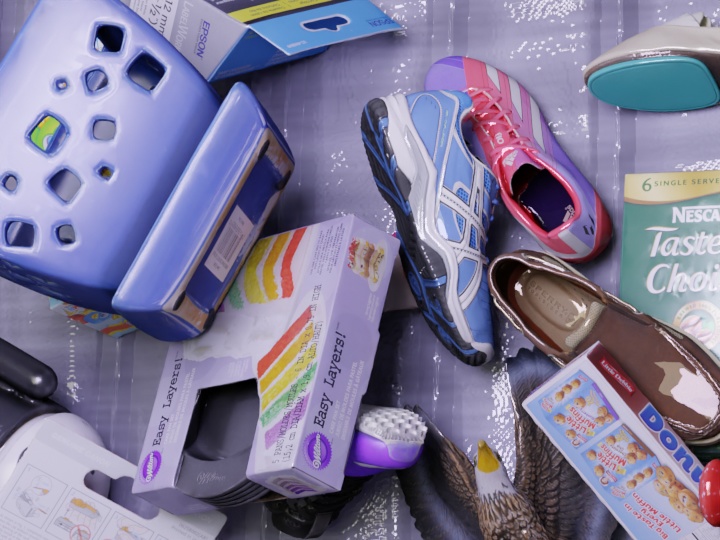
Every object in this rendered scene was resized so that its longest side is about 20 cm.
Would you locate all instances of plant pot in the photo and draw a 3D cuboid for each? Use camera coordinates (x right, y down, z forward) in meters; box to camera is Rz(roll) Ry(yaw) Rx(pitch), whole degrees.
[{"bbox_3d":[-0.161,-0.063,1.708,0.179,0.200,0.201,28,85,10],"label":"plant pot"}]

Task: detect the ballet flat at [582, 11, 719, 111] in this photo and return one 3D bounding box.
[{"bbox_3d":[0.255,-0.150,1.733,0.199,0.069,0.070,1,77,23],"label":"ballet flat"}]

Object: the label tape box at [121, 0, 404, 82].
[{"bbox_3d":[-0.089,-0.190,1.842,0.200,0.143,0.066,33,122,27],"label":"label tape box"}]

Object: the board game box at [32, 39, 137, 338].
[{"bbox_3d":[-0.184,-0.068,1.880,0.104,0.103,0.201,-20,69,19],"label":"board game box"}]

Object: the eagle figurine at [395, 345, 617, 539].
[{"bbox_3d":[0.101,0.160,1.694,0.151,0.200,0.152,12,121,-7],"label":"eagle figurine"}]

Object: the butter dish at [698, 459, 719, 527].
[{"bbox_3d":[0.285,0.141,1.562,0.147,0.199,0.201,-2,76,25],"label":"butter dish"}]

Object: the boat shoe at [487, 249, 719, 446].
[{"bbox_3d":[0.162,0.051,1.662,0.202,0.075,0.075,32,93,31],"label":"boat shoe"}]

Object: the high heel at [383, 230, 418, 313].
[{"bbox_3d":[0.000,0.000,1.811,0.200,0.068,0.096,-36,38,-2],"label":"high heel"}]

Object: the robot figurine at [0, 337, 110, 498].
[{"bbox_3d":[-0.281,0.139,1.858,0.199,0.151,0.125,25,58,28],"label":"robot figurine"}]

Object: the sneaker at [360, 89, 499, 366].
[{"bbox_3d":[0.066,-0.031,1.725,0.077,0.076,0.201,-19,101,-16],"label":"sneaker"}]

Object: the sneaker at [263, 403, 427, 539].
[{"bbox_3d":[-0.022,0.142,1.751,0.200,0.069,0.100,4,87,57],"label":"sneaker"}]

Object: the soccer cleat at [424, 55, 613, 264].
[{"bbox_3d":[0.107,-0.086,1.769,0.067,0.076,0.200,-41,65,10],"label":"soccer cleat"}]

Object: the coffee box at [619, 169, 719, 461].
[{"bbox_3d":[0.236,0.030,1.698,0.122,0.044,0.201,-1,76,25],"label":"coffee box"}]

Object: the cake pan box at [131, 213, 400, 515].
[{"bbox_3d":[-0.068,0.072,1.728,0.184,0.052,0.201,-14,55,49],"label":"cake pan box"}]

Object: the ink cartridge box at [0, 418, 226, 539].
[{"bbox_3d":[-0.216,0.223,1.793,0.201,0.162,0.057,-60,20,-1],"label":"ink cartridge box"}]

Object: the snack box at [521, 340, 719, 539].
[{"bbox_3d":[0.195,0.144,1.638,0.200,0.024,0.072,50,133,1],"label":"snack box"}]
